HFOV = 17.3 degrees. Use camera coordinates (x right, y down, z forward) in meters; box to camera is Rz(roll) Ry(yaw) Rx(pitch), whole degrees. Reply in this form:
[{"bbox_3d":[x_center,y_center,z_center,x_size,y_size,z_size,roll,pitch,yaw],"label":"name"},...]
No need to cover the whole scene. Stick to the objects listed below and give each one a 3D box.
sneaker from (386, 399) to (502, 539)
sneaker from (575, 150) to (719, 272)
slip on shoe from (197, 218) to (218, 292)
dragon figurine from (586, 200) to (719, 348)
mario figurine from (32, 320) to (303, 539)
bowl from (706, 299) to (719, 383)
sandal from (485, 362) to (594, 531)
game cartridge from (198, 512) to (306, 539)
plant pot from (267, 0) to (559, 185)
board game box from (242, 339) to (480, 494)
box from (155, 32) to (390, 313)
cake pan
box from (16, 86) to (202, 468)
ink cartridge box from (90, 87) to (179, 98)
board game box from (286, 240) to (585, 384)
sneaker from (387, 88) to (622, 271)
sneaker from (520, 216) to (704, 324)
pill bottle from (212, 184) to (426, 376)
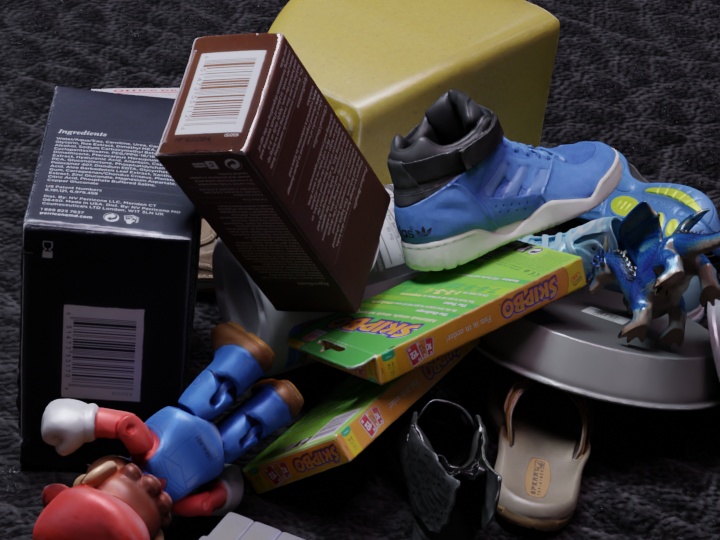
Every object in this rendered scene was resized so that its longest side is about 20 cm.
[{"bbox_3d":[0.057,0.124,1.605,0.060,0.105,0.200,0,32,-8],"label":"sneaker"},{"bbox_3d":[0.230,-0.041,1.937,0.071,0.083,0.199,-46,34,-10],"label":"sneaker"},{"bbox_3d":[-0.118,-0.017,1.843,0.199,0.061,0.076,10,32,7],"label":"slip on shoe"},{"bbox_3d":[0.216,-0.014,1.674,0.059,0.200,0.100,5,54,-18],"label":"dragon figurine"},{"bbox_3d":[-0.141,0.122,1.573,0.200,0.106,0.123,-41,80,-22],"label":"mario figurine"},{"bbox_3d":[0.306,0.054,1.708,0.090,0.202,0.201,-13,28,18],"label":"bowl"},{"bbox_3d":[0.129,0.108,1.689,0.080,0.054,0.200,7,32,2],"label":"sandal"},{"bbox_3d":[-0.078,0.233,1.481,0.129,0.039,0.200,15,33,21],"label":"game cartridge"},{"bbox_3d":[0.013,-0.122,1.898,0.194,0.196,0.200,28,37,31],"label":"plant pot"},{"bbox_3d":[0.007,0.090,1.676,0.095,0.030,0.200,-23,13,41],"label":"board game box"},{"bbox_3d":[-0.055,-0.064,1.609,0.075,0.200,0.100,0,57,28],"label":"box"},{"bbox_3d":[0.177,0.051,1.747,0.200,0.037,0.200,12,14,-3],"label":"cake pan"},{"bbox_3d":[-0.174,0.005,1.672,0.117,0.197,0.200,4,32,-4],"label":"box"},{"bbox_3d":[-0.161,-0.104,1.924,0.116,0.068,0.200,-1,17,-10],"label":"ink cartridge box"},{"bbox_3d":[0.053,0.029,1.670,0.200,0.030,0.095,-22,21,-28],"label":"board game box"},{"bbox_3d":[0.105,-0.085,1.723,0.200,0.112,0.077,-23,21,-27],"label":"sneaker"},{"bbox_3d":[0.176,-0.013,1.861,0.199,0.082,0.074,10,31,13],"label":"sneaker"},{"bbox_3d":[0.000,0.000,1.771,0.199,0.114,0.114,-16,38,-22],"label":"pill bottle"}]
